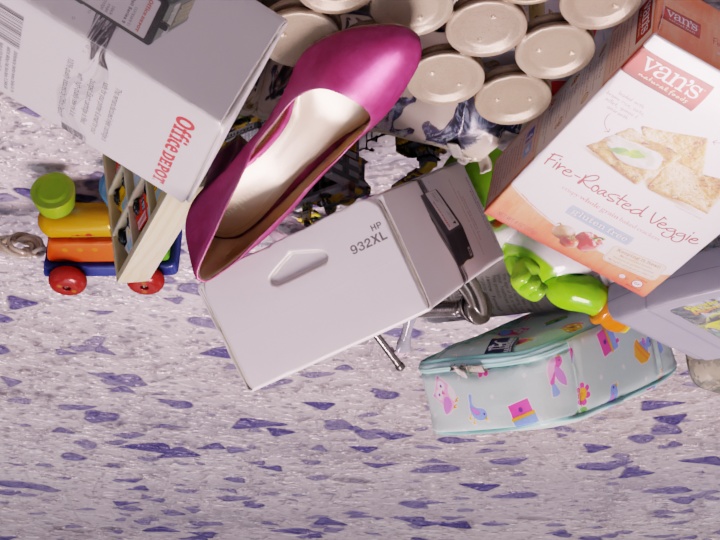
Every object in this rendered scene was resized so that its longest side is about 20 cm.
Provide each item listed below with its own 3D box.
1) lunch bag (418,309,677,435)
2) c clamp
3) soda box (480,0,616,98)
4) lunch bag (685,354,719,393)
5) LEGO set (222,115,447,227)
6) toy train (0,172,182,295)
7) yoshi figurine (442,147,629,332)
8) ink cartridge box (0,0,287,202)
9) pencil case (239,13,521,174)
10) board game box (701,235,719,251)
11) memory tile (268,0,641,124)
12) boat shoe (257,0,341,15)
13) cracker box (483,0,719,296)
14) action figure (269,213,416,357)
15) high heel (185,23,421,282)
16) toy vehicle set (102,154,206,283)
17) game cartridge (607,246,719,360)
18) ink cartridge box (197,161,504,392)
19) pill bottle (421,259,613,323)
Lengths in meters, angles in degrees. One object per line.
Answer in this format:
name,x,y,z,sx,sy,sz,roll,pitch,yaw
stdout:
lunch bag,0.151,0.078,1.262,0.200,0.077,0.160,-16,-174,-41
c clamp,0.038,0.015,1.236,0.171,0.027,0.200,46,153,-20
soda box,0.145,-0.138,1.035,0.063,0.068,0.200,-15,154,31
lunch bag,0.419,0.043,1.397,0.199,0.140,0.167,16,155,-37
LEGO set,-0.033,-0.072,1.149,0.199,0.116,0.154,-12,156,31
toy train,-0.262,-0.041,1.309,0.199,0.085,0.116,0,149,4
yoshi figurine,0.134,-0.035,1.158,0.199,0.112,0.112,22,-166,1
ink cartridge box,-0.158,-0.142,0.900,0.200,0.084,0.146,32,159,-6
pencil case,0.012,-0.128,1.038,0.199,0.090,0.078,9,165,-21
board game box,0.320,-0.046,1.152,0.200,0.043,0.199,-34,166,-17
memory tile,0.053,-0.155,0.897,0.199,0.017,0.153,13,144,-22
boat shoe,-0.024,-0.180,0.934,0.200,0.073,0.063,-24,144,34
cracker box,0.188,-0.078,0.970,0.134,0.058,0.200,26,139,-13
action figure,0.017,-0.008,1.395,0.199,0.134,0.150,-11,117,-3
high heel,-0.037,-0.069,0.914,0.200,0.096,0.067,-29,130,35
toy vehicle set,-0.157,-0.082,1.119,0.026,0.125,0.200,-3,161,-21
game cartridge,0.282,0.019,1.059,0.200,0.041,0.133,-15,148,41
ink cartridge box,0.000,0.000,1.042,0.145,0.084,0.200,-25,-179,21
pill bottle,0.143,-0.021,1.280,0.199,0.115,0.114,-7,158,20
